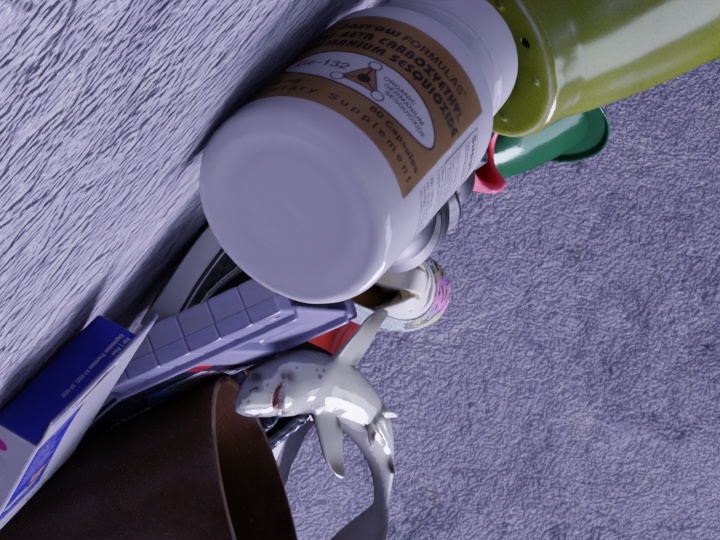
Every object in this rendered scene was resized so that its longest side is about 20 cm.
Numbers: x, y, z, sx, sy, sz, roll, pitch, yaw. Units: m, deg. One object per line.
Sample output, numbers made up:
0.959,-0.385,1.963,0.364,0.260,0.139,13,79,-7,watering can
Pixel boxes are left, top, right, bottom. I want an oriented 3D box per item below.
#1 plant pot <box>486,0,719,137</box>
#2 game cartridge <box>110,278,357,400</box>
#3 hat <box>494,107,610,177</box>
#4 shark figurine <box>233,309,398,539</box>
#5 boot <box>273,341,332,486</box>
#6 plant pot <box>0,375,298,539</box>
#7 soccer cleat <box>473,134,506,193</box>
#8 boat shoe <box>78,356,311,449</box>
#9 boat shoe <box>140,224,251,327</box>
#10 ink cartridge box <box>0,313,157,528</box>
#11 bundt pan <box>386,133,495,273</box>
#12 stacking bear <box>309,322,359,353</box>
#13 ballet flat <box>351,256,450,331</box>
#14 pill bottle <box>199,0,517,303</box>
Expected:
0.133,-0.182,1.276,0.193,0.200,0.200,-35,172,-27,plant pot
-0.084,0.044,1.324,0.129,0.038,0.200,-29,172,11,game cartridge
0.077,-0.079,1.673,0.166,0.200,0.176,100,16,-66,hat
-0.022,0.103,1.446,0.128,0.089,0.215,-54,137,-23,shark figurine
-0.102,0.121,1.666,0.200,0.073,0.151,13,103,-55,boot
-0.157,0.185,1.367,0.199,0.187,0.187,-16,-177,9,plant pot
0.085,-0.144,1.527,0.067,0.076,0.200,-47,154,-44,soccer cleat
-0.126,0.110,1.470,0.200,0.091,0.071,-30,155,-33,boat shoe
-0.069,-0.012,1.379,0.200,0.064,0.071,-48,177,-43,boat shoe
-0.181,0.088,1.196,0.095,0.037,0.200,-48,180,-34,ink cartridge box
0.040,-0.087,1.385,0.202,0.076,0.202,90,26,-60,bundt pan
-0.064,0.045,2.014,0.122,0.114,0.200,-52,-171,-16,stacking bear
0.000,0.000,1.514,0.071,0.200,0.069,-9,-113,54,ballet flat
0.008,-0.078,1.134,0.114,0.114,0.200,-51,178,42,pill bottle
